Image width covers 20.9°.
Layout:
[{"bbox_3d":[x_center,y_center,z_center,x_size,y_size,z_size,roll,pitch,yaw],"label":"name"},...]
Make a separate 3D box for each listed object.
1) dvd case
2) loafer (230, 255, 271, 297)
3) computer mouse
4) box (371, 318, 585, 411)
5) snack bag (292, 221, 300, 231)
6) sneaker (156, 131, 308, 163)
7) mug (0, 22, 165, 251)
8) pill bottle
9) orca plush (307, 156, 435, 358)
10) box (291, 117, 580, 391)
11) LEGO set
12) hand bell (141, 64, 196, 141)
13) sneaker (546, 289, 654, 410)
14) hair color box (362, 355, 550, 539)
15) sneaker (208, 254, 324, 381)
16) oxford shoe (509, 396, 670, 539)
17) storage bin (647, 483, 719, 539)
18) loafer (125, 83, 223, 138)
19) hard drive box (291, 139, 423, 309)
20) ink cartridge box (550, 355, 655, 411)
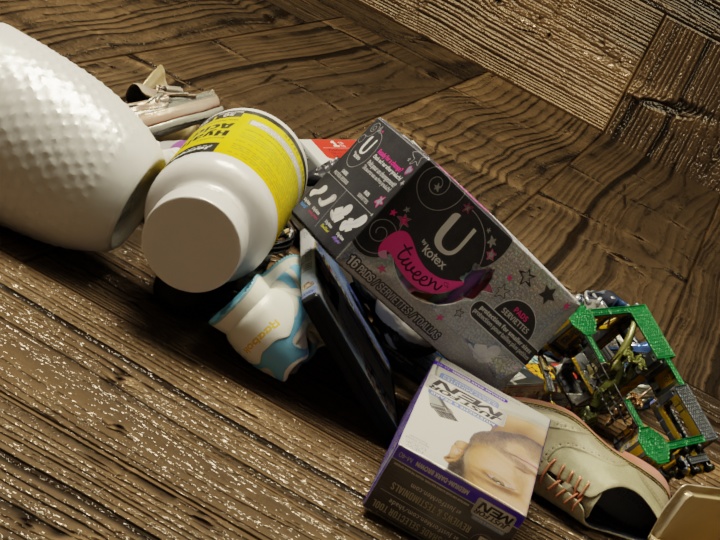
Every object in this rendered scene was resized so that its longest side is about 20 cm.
[{"bbox_3d":[-0.010,0.051,1.637,0.143,0.018,0.200,60,6,-16],"label":"dvd case"},{"bbox_3d":[-0.114,-0.033,1.800,0.072,0.063,0.200,24,15,-11],"label":"loafer"},{"bbox_3d":[-0.113,-0.012,1.687,0.059,0.034,0.200,33,33,12],"label":"computer mouse"},{"bbox_3d":[0.111,0.085,1.835,0.137,0.040,0.200,36,17,28],"label":"box"},{"bbox_3d":[0.012,-0.031,2.096,0.200,0.021,0.189,20,16,-26],"label":"snack bag"},{"bbox_3d":[-0.123,-0.102,1.827,0.140,0.078,0.200,-30,29,-28],"label":"sneaker"},{"bbox_3d":[-0.249,-0.107,1.638,0.175,0.148,0.200,31,25,6],"label":"mug"},{"bbox_3d":[-0.115,-0.055,1.612,0.111,0.112,0.200,26,23,-1],"label":"pill bottle"},{"bbox_3d":[0.000,0.000,1.758,0.200,0.071,0.105,53,37,5],"label":"orca plush"},{"bbox_3d":[0.064,-0.011,1.612,0.200,0.115,0.132,41,2,-27],"label":"box"},{"bbox_3d":[0.218,0.125,1.751,0.154,0.116,0.200,-15,67,-51],"label":"LEGO set"},{"bbox_3d":[-0.157,-0.107,1.988,0.200,0.104,0.104,38,14,-6],"label":"hand bell"},{"bbox_3d":[0.218,0.049,1.897,0.200,0.085,0.077,35,16,23],"label":"sneaker"},{"bbox_3d":[0.078,0.145,1.494,0.109,0.065,0.200,29,21,1],"label":"hair color box"},{"bbox_3d":[-0.067,0.043,1.632,0.081,0.077,0.200,46,14,0],"label":"sneaker"},{"bbox_3d":[0.174,0.165,1.615,0.200,0.071,0.074,24,19,-9],"label":"oxford shoe"},{"bbox_3d":[0.345,0.264,1.522,0.198,0.094,0.200,13,21,-44],"label":"storage bin"},{"bbox_3d":[-0.219,-0.153,1.874,0.200,0.063,0.072,-22,6,-37],"label":"loafer"},{"bbox_3d":[0.032,-0.048,1.963,0.156,0.077,0.200,-3,36,-37],"label":"hard drive box"},{"bbox_3d":[0.200,0.077,2.016,0.196,0.043,0.200,34,18,27],"label":"ink cartridge box"}]
